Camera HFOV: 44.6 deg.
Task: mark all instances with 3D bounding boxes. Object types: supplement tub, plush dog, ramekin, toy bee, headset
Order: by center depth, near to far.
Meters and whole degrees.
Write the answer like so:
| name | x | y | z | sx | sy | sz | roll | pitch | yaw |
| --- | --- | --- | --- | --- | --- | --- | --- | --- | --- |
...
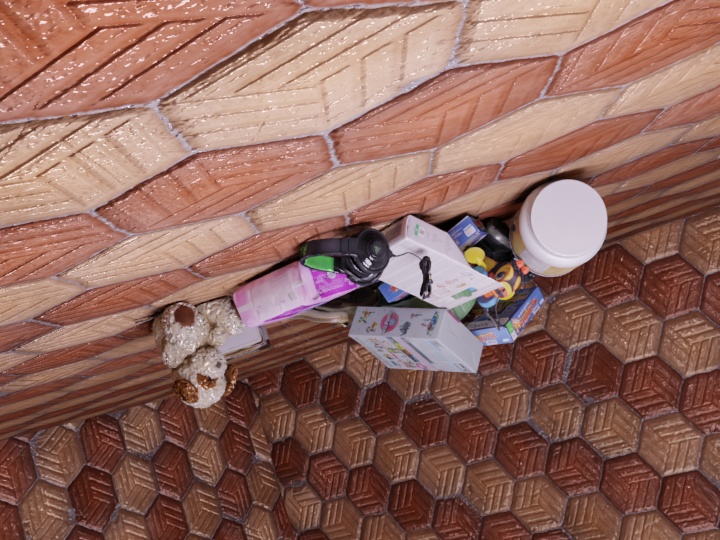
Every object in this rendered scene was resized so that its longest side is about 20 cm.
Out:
| name | x | y | z | sx | sy | sz | roll | pitch | yaw |
| --- | --- | --- | --- | --- | --- | --- | --- | --- | --- |
| headset | 0.008 | -0.006 | 1.297 | 0.197 | 0.095 | 0.124 | 2 | 167 | -7 |
| supplement tub | 0.332 | -0.071 | 1.479 | 0.143 | 0.146 | 0.200 | -18 | 172 | 0 |
| plush dog | -0.287 | 0.151 | 1.501 | 0.159 | 0.174 | 0.199 | -21 | 173 | 26 |
| toy bee | 0.243 | 0.018 | 1.553 | 0.108 | 0.201 | 0.131 | -39 | 142 | 6 |
| ramekin | 0.132 | 0.047 | 1.721 | 0.199 | 0.098 | 0.200 | -30 | -161 | 11 |

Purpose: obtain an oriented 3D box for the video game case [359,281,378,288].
| name | x | y | z | sx | sy | sz | roll | pitch | yaw |
| --- | --- | --- | --- | --- | --- | --- | --- | --- | --- |
| video game case | 0.000 | 0.000 | 1.589 | 0.198 | 0.046 | 0.181 | -19 | 172 | 9 |

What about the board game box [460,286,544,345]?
| name | x | y | z | sx | sy | sz | roll | pitch | yaw |
| --- | --- | --- | --- | --- | --- | --- | --- | --- | --- |
| board game box | 0.237 | 0.094 | 1.677 | 0.199 | 0.035 | 0.135 | -13 | -157 | 48 |

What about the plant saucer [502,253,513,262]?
| name | x | y | z | sx | sy | sz | roll | pitch | yaw |
| --- | --- | --- | --- | --- | --- | --- | --- | --- | --- |
| plant saucer | 0.256 | 0.000 | 1.832 | 0.200 | 0.039 | 0.201 | -33 | -160 | 14 |

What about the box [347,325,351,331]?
| name | x | y | z | sx | sy | sz | roll | pitch | yaw |
| --- | --- | --- | --- | --- | --- | --- | --- | --- | --- |
| box | 0.072 | 0.064 | 1.927 | 0.200 | 0.038 | 0.136 | -42 | -178 | -38 |

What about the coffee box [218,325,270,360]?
| name | x | y | z | sx | sy | sz | roll | pitch | yaw |
| --- | --- | --- | --- | --- | --- | --- | --- | --- | --- |
| coffee box | -0.254 | 0.131 | 1.799 | 0.112 | 0.081 | 0.200 | -18 | 173 | -2 |

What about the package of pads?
| name | x | y | z | sx | sy | sz | roll | pitch | yaw |
| --- | --- | --- | --- | --- | --- | --- | --- | --- | --- |
| package of pads | -0.105 | 0.030 | 1.429 | 0.120 | 0.077 | 0.199 | -17 | 176 | -44 |

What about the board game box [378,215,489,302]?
| name | x | y | z | sx | sy | sz | roll | pitch | yaw |
| --- | --- | --- | --- | --- | --- | --- | --- | --- | --- |
| board game box | 0.132 | -0.019 | 1.549 | 0.199 | 0.035 | 0.135 | -39 | 171 | 12 |

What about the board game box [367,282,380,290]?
| name | x | y | z | sx | sy | sz | roll | pitch | yaw |
| --- | --- | --- | --- | --- | --- | --- | --- | --- | --- |
| board game box | -0.010 | 0.037 | 1.924 | 0.198 | 0.033 | 0.120 | -17 | 177 | -9 |

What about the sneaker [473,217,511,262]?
| name | x | y | z | sx | sy | sz | roll | pitch | yaw |
| --- | --- | --- | --- | --- | --- | --- | --- | --- | --- |
| sneaker | 0.248 | -0.040 | 1.685 | 0.114 | 0.076 | 0.199 | -45 | 172 | 8 |

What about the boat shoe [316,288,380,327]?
| name | x | y | z | sx | sy | sz | roll | pitch | yaw |
| --- | --- | --- | --- | --- | --- | --- | --- | --- | --- |
| boat shoe | -0.040 | 0.078 | 1.717 | 0.199 | 0.077 | 0.072 | 7 | -140 | 45 |

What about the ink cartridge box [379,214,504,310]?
| name | x | y | z | sx | sy | sz | roll | pitch | yaw |
| --- | --- | --- | --- | --- | --- | --- | --- | --- | --- |
| ink cartridge box | 0.110 | -0.009 | 1.416 | 0.198 | 0.051 | 0.160 | 22 | 153 | -25 |

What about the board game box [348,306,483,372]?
| name | x | y | z | sx | sy | sz | roll | pitch | yaw |
| --- | --- | --- | --- | --- | --- | --- | --- | --- | --- |
| board game box | 0.100 | 0.125 | 1.589 | 0.198 | 0.065 | 0.147 | -1 | 149 | 38 |

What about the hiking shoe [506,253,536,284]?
| name | x | y | z | sx | sy | sz | roll | pitch | yaw |
| --- | --- | --- | --- | --- | --- | --- | --- | --- | --- |
| hiking shoe | 0.332 | -0.030 | 1.698 | 0.199 | 0.076 | 0.101 | -32 | 178 | -31 |

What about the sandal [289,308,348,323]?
| name | x | y | z | sx | sy | sz | roll | pitch | yaw |
| --- | --- | --- | --- | --- | --- | --- | --- | --- | --- |
| sandal | -0.116 | 0.064 | 1.636 | 0.197 | 0.055 | 0.080 | 6 | -178 | 17 |
